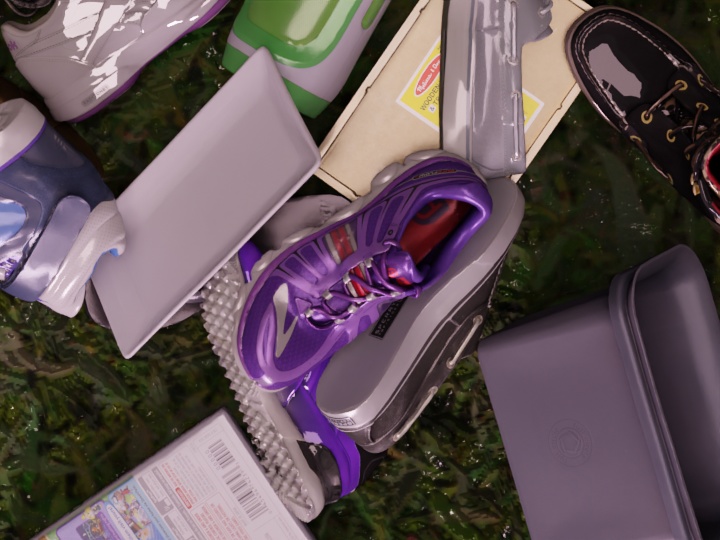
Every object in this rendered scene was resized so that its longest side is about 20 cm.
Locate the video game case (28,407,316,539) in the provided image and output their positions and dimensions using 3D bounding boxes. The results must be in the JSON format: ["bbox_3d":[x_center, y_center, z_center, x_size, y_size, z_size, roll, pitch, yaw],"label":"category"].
[{"bbox_3d":[-0.111,0.226,1.750,0.182,0.022,0.201,-34,93,4],"label":"video game case"}]

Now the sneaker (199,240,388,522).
[{"bbox_3d":[-0.036,0.058,1.703,0.099,0.069,0.201,-26,110,-21],"label":"sneaker"}]

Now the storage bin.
[{"bbox_3d":[0.171,0.097,1.683,0.134,0.145,0.201,-13,95,30],"label":"storage bin"}]

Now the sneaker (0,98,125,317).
[{"bbox_3d":[-0.250,-0.005,1.660,0.199,0.081,0.147,-34,116,6],"label":"sneaker"}]

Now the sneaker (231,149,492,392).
[{"bbox_3d":[0.000,0.000,1.617,0.200,0.083,0.081,-43,114,-1],"label":"sneaker"}]

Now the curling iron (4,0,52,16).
[{"bbox_3d":[-0.201,-0.268,1.710,0.049,0.026,0.201,20,95,-3],"label":"curling iron"}]

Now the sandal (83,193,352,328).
[{"bbox_3d":[-0.096,-0.012,1.718,0.199,0.043,0.077,-16,94,3],"label":"sandal"}]

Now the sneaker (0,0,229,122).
[{"bbox_3d":[-0.149,-0.189,1.683,0.200,0.075,0.100,-40,103,3],"label":"sneaker"}]

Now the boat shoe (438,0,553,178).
[{"bbox_3d":[0.090,-0.159,1.664,0.071,0.070,0.202,3,100,-3],"label":"boat shoe"}]

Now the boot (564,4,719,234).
[{"bbox_3d":[0.218,-0.086,1.638,0.073,0.151,0.200,-39,102,2],"label":"boot"}]

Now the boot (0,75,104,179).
[{"bbox_3d":[-0.288,-0.064,1.709,0.199,0.073,0.156,30,101,-11],"label":"boot"}]

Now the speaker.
[{"bbox_3d":[-0.012,-0.205,1.679,0.088,0.088,0.201,30,95,-1],"label":"speaker"}]

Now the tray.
[{"bbox_3d":[-0.102,-0.042,1.655,0.200,0.022,0.108,-44,53,24],"label":"tray"}]

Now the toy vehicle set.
[{"bbox_3d":[0.069,-0.116,1.712,0.124,0.027,0.201,35,95,-1],"label":"toy vehicle set"}]

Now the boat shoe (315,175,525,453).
[{"bbox_3d":[0.048,0.028,1.681,0.200,0.071,0.064,-53,131,-8],"label":"boat shoe"}]
